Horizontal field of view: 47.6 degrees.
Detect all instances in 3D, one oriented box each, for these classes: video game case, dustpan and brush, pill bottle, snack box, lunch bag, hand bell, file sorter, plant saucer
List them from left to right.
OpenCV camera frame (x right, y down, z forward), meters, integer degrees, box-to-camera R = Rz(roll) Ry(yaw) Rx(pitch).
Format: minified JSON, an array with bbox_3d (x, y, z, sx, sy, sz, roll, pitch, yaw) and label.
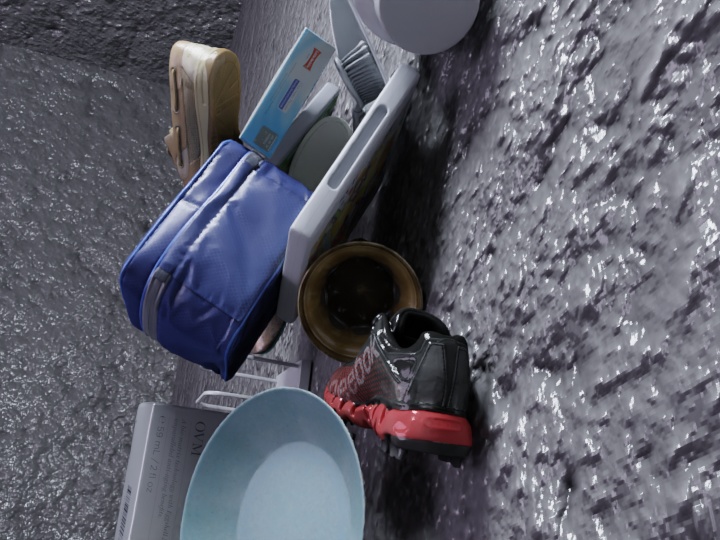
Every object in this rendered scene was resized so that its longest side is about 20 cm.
[{"bbox_3d":[-0.125,-0.020,0.752,0.201,0.131,0.136,-58,-4,-28],"label":"lunch bag"},{"bbox_3d":[-0.146,0.213,1.008,0.139,0.122,0.204,140,138,-66],"label":"file sorter"},{"bbox_3d":[-0.098,-0.104,0.978,0.201,0.022,0.183,-58,-3,-36],"label":"video game case"},{"bbox_3d":[-0.061,0.193,0.622,0.199,0.038,0.204,-20,59,37],"label":"plant saucer"},{"bbox_3d":[-0.075,-0.180,0.827,0.117,0.037,0.200,-57,12,8],"label":"snack box"},{"bbox_3d":[-0.015,-0.060,0.730,0.183,0.023,0.200,-58,-4,-23],"label":"video game case"},{"bbox_3d":[0.000,0.000,0.759,0.200,0.102,0.106,-90,15,-74],"label":"hand bell"},{"bbox_3d":[0.002,-0.180,0.838,0.200,0.056,0.141,51,-164,-68],"label":"dustpan and brush"},{"bbox_3d":[0.040,-0.262,0.705,0.201,0.109,0.112,-103,29,-54],"label":"pill bottle"}]

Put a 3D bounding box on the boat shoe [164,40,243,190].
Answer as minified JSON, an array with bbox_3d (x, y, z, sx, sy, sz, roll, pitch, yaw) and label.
[{"bbox_3d":[-0.161,-0.131,0.832,0.071,0.064,0.203,-45,-32,-54],"label":"boat shoe"}]

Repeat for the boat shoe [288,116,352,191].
[{"bbox_3d":[-0.047,-0.085,0.953,0.062,0.072,0.203,-60,-16,-66],"label":"boat shoe"}]

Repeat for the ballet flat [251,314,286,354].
[{"bbox_3d":[-0.109,0.008,1.012,0.068,0.067,0.202,-21,38,43],"label":"ballet flat"}]

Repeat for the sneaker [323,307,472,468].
[{"bbox_3d":[0.027,0.077,0.599,0.200,0.070,0.100,173,107,-71],"label":"sneaker"}]

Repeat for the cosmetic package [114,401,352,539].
[{"bbox_3d":[-0.126,0.241,0.782,0.123,0.197,0.203,158,121,-66],"label":"cosmetic package"}]
